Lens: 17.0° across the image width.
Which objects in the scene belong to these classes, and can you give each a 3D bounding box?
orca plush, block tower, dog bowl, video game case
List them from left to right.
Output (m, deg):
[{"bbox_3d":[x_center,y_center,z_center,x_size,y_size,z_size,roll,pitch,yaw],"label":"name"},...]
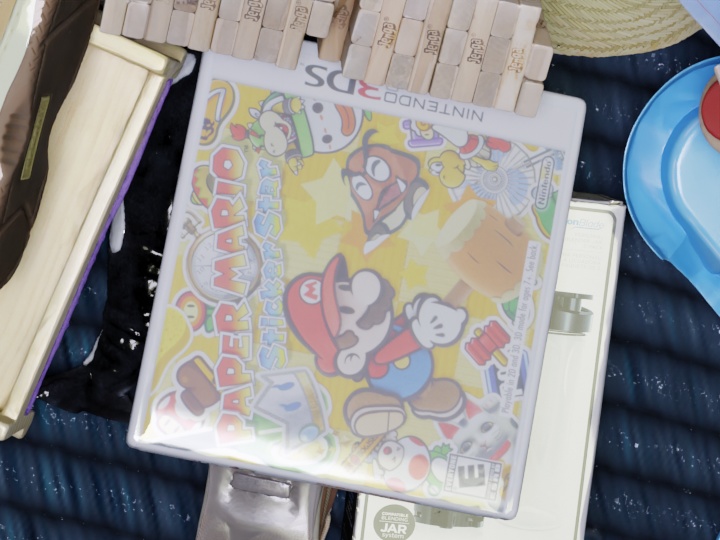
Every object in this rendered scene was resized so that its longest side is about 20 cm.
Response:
[{"bbox_3d":[-0.097,-0.020,1.146,0.105,0.071,0.200,35,93,-7],"label":"orca plush"},{"bbox_3d":[-0.014,-0.122,1.085,0.199,0.058,0.054,10,116,-8],"label":"block tower"},{"bbox_3d":[0.000,0.000,1.107,0.181,0.023,0.201,11,81,-5],"label":"video game case"},{"bbox_3d":[0.208,-0.016,1.181,0.111,0.050,0.200,-41,97,0],"label":"dog bowl"}]

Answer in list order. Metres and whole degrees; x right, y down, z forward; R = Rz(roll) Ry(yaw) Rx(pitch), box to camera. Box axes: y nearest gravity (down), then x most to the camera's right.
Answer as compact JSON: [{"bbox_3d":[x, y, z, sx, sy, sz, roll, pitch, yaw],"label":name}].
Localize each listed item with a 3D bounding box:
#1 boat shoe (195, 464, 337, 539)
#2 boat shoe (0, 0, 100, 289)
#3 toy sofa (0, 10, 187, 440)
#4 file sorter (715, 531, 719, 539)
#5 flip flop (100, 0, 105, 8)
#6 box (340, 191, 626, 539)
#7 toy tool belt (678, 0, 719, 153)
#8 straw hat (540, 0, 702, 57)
[{"bbox_3d":[-0.037,0.073,1.162,0.075,0.072,0.201,17,100,6],"label":"boat shoe"},{"bbox_3d":[-0.166,-0.093,1.039,0.076,0.072,0.201,19,94,11],"label":"boat shoe"},{"bbox_3d":[-0.156,-0.027,1.123,0.083,0.098,0.201,24,93,1],"label":"toy sofa"},{"bbox_3d":[0.273,0.175,1.164,0.199,0.139,0.123,28,91,-7],"label":"file sorter"},{"bbox_3d":[-0.049,-0.177,1.119,0.199,0.058,0.081,-17,97,23],"label":"flip flop"},{"bbox_3d":[0.058,0.056,1.172,0.116,0.060,0.201,5,96,-5],"label":"box"},{"bbox_3d":[0.196,-0.134,1.060,0.125,0.123,0.200,50,116,29],"label":"toy tool belt"},{"bbox_3d":[0.106,-0.179,1.112,0.200,0.085,0.202,1,113,3],"label":"straw hat"}]
